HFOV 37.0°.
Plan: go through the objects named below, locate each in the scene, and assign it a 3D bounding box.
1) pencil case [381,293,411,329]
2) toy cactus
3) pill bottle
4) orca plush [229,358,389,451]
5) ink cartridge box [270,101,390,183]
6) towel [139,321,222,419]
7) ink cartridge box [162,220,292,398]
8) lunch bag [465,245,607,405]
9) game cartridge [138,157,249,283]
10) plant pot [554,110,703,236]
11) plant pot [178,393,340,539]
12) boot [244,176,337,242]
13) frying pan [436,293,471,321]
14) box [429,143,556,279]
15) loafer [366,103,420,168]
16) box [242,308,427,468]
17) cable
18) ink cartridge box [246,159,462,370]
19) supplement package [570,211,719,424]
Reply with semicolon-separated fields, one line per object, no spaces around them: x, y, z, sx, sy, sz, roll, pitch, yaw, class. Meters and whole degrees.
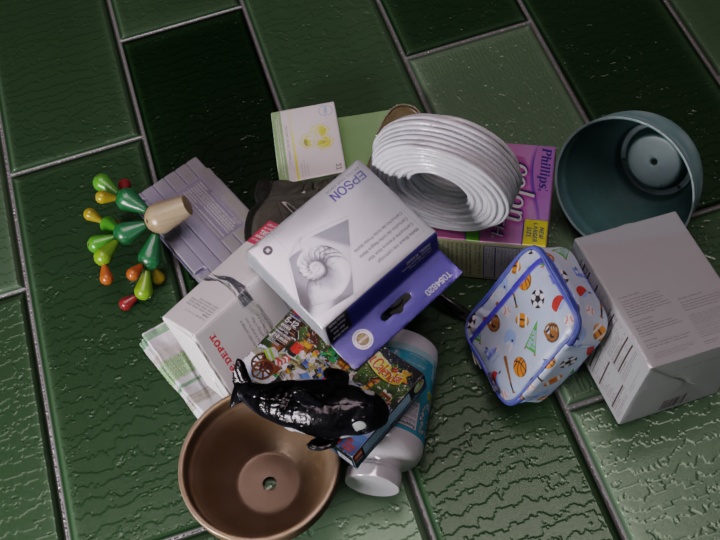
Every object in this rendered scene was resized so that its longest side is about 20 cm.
0.000;0.000;1.449;0.089;0.200;0.078;-43;19;-11;pencil case
-0.317;-0.057;1.562;0.165;0.102;0.200;-23;71;12;toy cactus
0.032;0.182;1.376;0.111;0.111;0.200;7;60;10;pill bottle
-0.067;0.141;1.265;0.200;0.071;0.105;22;65;24;orca plush
-0.031;-0.194;1.656;0.200;0.048;0.146;-11;57;2;ink cartridge box
-0.195;0.122;1.485;0.149;0.031;0.200;-36;61;-15;towel
-0.139;0.057;1.415;0.200;0.145;0.084;-43;41;-21;ink cartridge box
0.217;0.071;1.385;0.075;0.200;0.160;-1;52;-36;lunch bag
-0.237;-0.074;1.611;0.130;0.038;0.200;-34;61;-19;game cartridge
0.393;-0.137;1.507;0.200;0.201;0.134;31;39;22;plant pot
-0.120;0.256;1.354;0.200;0.093;0.201;-3;60;5;plant pot
-0.090;-0.070;1.524;0.130;0.068;0.200;-3;43;8;boot
0.081;0.002;1.486;0.190;0.115;0.031;15;44;14;frying pan
0.172;-0.088;1.538;0.200;0.097;0.176;6;59;9;box
0.056;-0.185;1.609;0.076;0.067;0.200;22;52;-4;loafer
-0.038;0.133;1.331;0.200;0.038;0.137;32;69;27;box
0.107;-0.125;1.394;0.200;0.200;0.069;14;66;17;cable
-0.005;-0.011;1.343;0.200;0.041;0.200;-42;75;-18;ink cartridge box
0.369;0.060;1.382;0.152;0.151;0.200;-15;58;-14;supplement package
